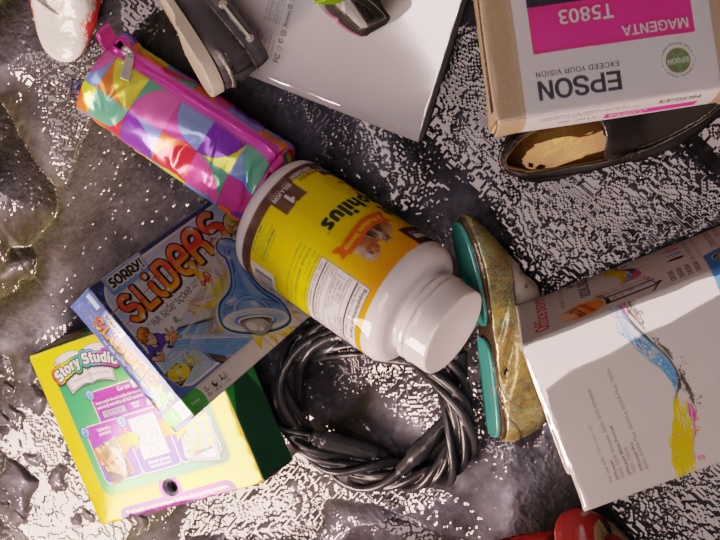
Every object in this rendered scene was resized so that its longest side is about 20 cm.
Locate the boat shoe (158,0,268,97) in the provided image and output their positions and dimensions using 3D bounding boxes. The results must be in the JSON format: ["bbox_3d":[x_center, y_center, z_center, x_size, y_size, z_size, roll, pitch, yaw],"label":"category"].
[{"bbox_3d":[-0.141,-0.242,1.498,0.062,0.073,0.201,-25,75,-8],"label":"boat shoe"}]

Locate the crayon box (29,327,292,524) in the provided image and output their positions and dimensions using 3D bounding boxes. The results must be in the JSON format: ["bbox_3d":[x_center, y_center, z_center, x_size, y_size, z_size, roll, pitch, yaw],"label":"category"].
[{"bbox_3d":[-0.182,0.123,1.605,0.199,0.058,0.174,-18,97,32],"label":"crayon box"}]

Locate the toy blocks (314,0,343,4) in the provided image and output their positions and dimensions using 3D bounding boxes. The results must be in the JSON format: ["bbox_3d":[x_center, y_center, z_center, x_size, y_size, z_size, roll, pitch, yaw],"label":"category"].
[{"bbox_3d":[0.000,-0.285,1.359,0.099,0.199,0.138,-18,84,41],"label":"toy blocks"}]

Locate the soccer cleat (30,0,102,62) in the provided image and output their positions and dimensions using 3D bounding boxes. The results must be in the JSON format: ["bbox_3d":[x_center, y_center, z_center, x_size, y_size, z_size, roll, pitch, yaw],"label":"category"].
[{"bbox_3d":[-0.260,-0.274,1.519,0.068,0.085,0.202,14,112,14],"label":"soccer cleat"}]

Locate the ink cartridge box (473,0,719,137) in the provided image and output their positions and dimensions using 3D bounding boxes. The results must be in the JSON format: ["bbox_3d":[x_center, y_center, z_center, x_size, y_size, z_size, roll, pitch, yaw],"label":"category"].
[{"bbox_3d":[0.186,-0.200,1.350,0.198,0.075,0.167,-9,87,0],"label":"ink cartridge box"}]

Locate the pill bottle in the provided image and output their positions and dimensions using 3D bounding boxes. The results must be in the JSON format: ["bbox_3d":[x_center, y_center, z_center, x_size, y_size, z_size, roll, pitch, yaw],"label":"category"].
[{"bbox_3d":[0.000,0.000,1.475,0.199,0.109,0.110,34,113,23],"label":"pill bottle"}]

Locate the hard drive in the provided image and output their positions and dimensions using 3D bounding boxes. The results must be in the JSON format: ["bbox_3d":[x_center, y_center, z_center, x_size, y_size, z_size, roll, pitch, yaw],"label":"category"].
[{"bbox_3d":[-0.020,-0.205,1.493,0.198,0.025,0.133,22,110,12],"label":"hard drive"}]

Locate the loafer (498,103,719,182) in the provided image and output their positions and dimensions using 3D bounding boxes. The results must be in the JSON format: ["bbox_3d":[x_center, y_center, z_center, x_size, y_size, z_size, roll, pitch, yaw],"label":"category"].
[{"bbox_3d":[0.203,-0.114,1.418,0.199,0.072,0.073,-23,95,22],"label":"loafer"}]

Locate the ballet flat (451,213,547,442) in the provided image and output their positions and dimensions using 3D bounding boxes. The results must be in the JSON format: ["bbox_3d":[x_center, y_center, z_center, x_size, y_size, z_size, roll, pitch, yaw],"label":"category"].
[{"bbox_3d":[0.124,0.044,1.498,0.070,0.071,0.202,-6,104,20],"label":"ballet flat"}]

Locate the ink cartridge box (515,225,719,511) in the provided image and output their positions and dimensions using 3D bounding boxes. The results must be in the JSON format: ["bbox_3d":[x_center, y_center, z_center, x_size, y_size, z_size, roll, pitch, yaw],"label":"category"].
[{"bbox_3d":[0.237,0.071,1.395,0.198,0.147,0.146,-22,99,8],"label":"ink cartridge box"}]

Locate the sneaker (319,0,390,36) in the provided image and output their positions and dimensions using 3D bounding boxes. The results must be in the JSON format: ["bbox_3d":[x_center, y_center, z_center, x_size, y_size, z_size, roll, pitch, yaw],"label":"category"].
[{"bbox_3d":[-0.026,-0.285,1.423,0.086,0.080,0.201,-33,101,-3],"label":"sneaker"}]

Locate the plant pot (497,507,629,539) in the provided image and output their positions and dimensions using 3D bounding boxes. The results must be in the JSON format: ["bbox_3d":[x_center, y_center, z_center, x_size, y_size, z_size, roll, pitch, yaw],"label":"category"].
[{"bbox_3d":[0.157,0.310,1.484,0.182,0.200,0.201,-33,93,20],"label":"plant pot"}]

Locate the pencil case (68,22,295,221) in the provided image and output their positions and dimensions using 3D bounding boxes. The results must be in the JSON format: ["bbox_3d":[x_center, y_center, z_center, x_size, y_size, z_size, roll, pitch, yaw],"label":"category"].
[{"bbox_3d":[-0.152,-0.124,1.528,0.199,0.088,0.089,34,113,4],"label":"pencil case"}]

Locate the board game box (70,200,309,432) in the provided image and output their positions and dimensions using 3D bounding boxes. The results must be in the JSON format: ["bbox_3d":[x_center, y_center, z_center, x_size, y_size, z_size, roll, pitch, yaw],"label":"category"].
[{"bbox_3d":[-0.134,0.029,1.502,0.136,0.200,0.034,49,132,-1],"label":"board game box"}]

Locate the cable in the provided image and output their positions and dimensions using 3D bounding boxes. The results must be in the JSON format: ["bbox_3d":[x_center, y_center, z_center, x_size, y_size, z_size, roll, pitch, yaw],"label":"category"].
[{"bbox_3d":[0.010,0.120,1.567,0.198,0.051,0.165,-6,111,24],"label":"cable"}]
